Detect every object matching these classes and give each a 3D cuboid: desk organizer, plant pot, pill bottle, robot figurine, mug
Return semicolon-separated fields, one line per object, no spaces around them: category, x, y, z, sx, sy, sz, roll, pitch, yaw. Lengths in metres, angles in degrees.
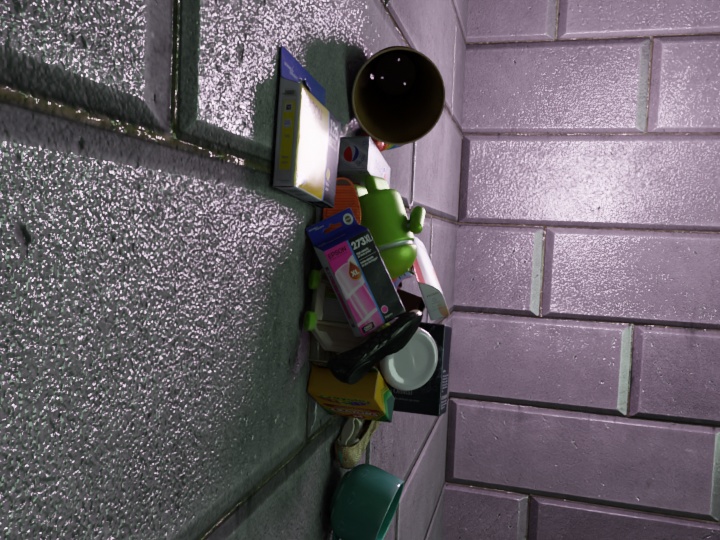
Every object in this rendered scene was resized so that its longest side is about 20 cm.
desk organizer;0.067;0.143;1.344;0.203;0.076;0.072;-66;160;-14
plant pot;0.077;-0.386;1.294;0.201;0.182;0.189;-86;172;-59
pill bottle;0.055;0.145;1.185;0.199;0.114;0.118;-161;-109;-67
robot figurine;0.038;-0.074;1.175;0.115;0.173;0.204;0;70;-64
mug;-0.001;0.475;1.228;0.185;0.113;0.154;-48;154;-48

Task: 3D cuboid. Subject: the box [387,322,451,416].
box;0.102;0.218;1.430;0.117;0.193;0.204;25;69;-72

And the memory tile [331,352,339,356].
memory tile;-0.025;0.176;1.288;0.154;0.016;0.203;-68;155;-51

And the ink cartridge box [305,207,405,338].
ink cartridge box;-0.007;0.001;1.036;0.203;0.094;0.037;64;-25;-2

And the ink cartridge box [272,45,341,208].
ink cartridge box;-0.076;-0.212;0.964;0.197;0.046;0.204;10;86;-74

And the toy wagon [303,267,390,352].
toy wagon;-0.017;0.038;1.066;0.039;0.153;0.204;-17;-115;63

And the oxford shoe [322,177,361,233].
oxford shoe;-0.039;-0.064;1.128;0.073;0.070;0.204;179;-88;-78

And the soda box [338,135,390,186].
soda box;0.011;-0.202;1.252;0.200;0.062;0.070;31;62;-74

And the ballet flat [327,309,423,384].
ballet flat;0.031;0.115;1.027;0.199;0.057;0.067;-31;142;-32

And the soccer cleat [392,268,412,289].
soccer cleat;0.047;0.033;1.311;0.200;0.075;0.068;121;-19;-62

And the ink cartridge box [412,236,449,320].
ink cartridge box;0.132;-0.017;1.328;0.164;0.049;0.202;-104;176;-45

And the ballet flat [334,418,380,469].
ballet flat;0.001;0.315;1.292;0.201;0.069;0.066;-61;142;-48

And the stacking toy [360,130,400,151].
stacking toy;0.048;-0.293;1.365;0.200;0.084;0.087;-48;139;-58

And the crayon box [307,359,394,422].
crayon box;-0.017;0.220;1.120;0.201;0.124;0.052;64;33;-59
